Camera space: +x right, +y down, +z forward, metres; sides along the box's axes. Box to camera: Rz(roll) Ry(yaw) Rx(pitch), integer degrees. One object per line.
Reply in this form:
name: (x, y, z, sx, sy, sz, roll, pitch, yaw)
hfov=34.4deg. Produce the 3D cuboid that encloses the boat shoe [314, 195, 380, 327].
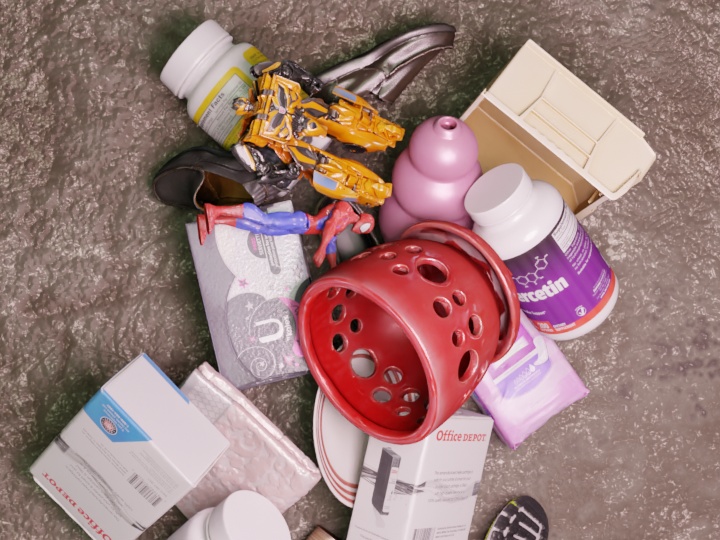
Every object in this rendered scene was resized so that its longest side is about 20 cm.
boat shoe: (0.000, 0.000, 1.398, 0.074, 0.073, 0.201, -28, 91, -5)

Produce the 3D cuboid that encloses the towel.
towel: (-0.166, 0.223, 1.342, 0.191, 0.032, 0.200, 44, 127, -2)

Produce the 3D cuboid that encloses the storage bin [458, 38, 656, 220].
storage bin: (0.207, -0.138, 1.349, 0.198, 0.200, 0.094, 39, 71, -2)

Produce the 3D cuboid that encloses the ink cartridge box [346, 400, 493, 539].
ink cartridge box: (0.068, 0.256, 1.351, 0.083, 0.144, 0.202, 14, 91, 36)

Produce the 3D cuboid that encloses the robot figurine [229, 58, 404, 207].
robot figurine: (-0.050, -0.151, 1.287, 0.199, 0.058, 0.146, 20, 73, -30)

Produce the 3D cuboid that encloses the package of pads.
package of pads: (0.173, 0.101, 1.409, 0.120, 0.076, 0.201, -35, 92, -9)

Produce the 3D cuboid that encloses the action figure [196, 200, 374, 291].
action figure: (-0.074, -0.027, 1.283, 0.198, 0.065, 0.100, -5, 79, -21)

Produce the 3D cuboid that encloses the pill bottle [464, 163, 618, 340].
pill bottle: (0.200, -0.022, 1.310, 0.112, 0.112, 0.200, -43, 118, -4)

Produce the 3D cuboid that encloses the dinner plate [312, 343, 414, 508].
dinner plate: (0.002, 0.176, 1.360, 0.024, 0.199, 0.203, -1, 88, 37)

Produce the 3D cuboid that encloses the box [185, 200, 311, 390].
box: (-0.119, 0.031, 1.367, 0.131, 0.115, 0.202, -13, 90, -4)

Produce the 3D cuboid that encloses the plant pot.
plant pot: (0.060, 0.059, 1.256, 0.182, 0.200, 0.202, -32, 92, -39)

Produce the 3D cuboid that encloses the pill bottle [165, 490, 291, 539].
pill bottle: (-0.175, 0.340, 1.315, 0.113, 0.113, 0.200, 46, 119, -2)

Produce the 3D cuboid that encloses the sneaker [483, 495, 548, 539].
sneaker: (0.155, 0.358, 1.405, 0.074, 0.081, 0.200, 41, 67, -6)

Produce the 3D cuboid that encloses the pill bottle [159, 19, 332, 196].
pill bottle: (-0.131, -0.193, 1.371, 0.200, 0.114, 0.114, 42, 86, -3)

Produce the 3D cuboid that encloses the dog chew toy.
dog chew toy: (0.087, -0.095, 1.344, 0.123, 0.201, 0.125, 3, 50, -3)

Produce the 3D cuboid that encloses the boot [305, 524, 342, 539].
boot: (-0.020, 0.421, 1.390, 0.199, 0.074, 0.155, 34, 85, 9)

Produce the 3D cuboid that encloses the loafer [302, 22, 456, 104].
loafer: (0.031, -0.237, 1.413, 0.198, 0.073, 0.072, -25, 95, 4)

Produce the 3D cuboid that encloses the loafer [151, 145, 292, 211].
loafer: (-0.173, -0.100, 1.340, 0.072, 0.199, 0.073, -51, 123, -43)

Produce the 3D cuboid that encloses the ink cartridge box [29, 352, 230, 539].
ink cartridge box: (-0.263, 0.211, 1.313, 0.145, 0.084, 0.200, 45, 129, -2)
